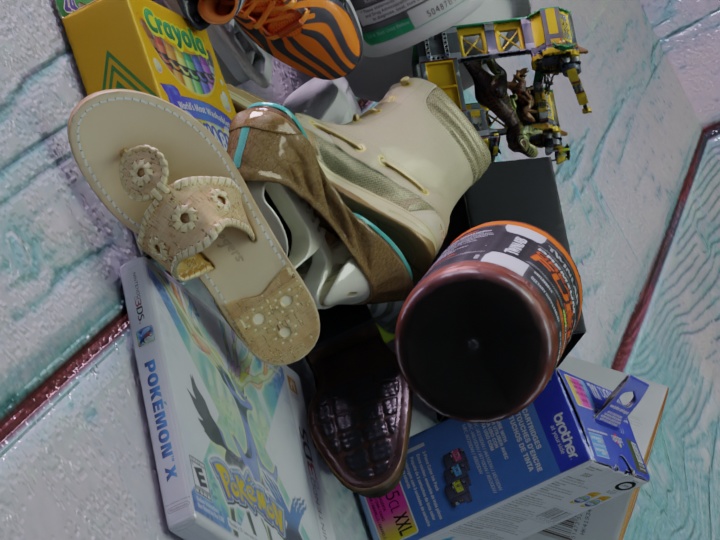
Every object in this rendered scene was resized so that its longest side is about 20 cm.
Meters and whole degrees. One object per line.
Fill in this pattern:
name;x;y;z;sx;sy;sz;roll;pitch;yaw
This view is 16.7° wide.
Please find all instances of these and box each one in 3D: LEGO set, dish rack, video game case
LEGO set;0.105;-0.108;1.906;0.200;0.154;0.116;113;-29;-64
dish rack;-0.121;-0.228;1.788;0.172;0.044;0.200;55;20;-27
video game case;-0.074;0.107;1.504;0.200;0.022;0.182;41;29;-53

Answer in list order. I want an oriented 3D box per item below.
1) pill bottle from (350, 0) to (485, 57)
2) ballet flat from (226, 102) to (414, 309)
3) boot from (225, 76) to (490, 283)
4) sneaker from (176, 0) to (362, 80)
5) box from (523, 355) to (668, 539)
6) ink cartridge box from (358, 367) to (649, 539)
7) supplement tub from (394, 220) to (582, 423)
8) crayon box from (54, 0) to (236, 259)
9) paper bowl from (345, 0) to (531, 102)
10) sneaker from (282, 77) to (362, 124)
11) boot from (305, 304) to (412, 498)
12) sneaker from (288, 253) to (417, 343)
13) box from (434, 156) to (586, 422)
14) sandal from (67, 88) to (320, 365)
pill bottle;0.005;-0.266;1.787;0.200;0.113;0.113;61;18;-17
ballet flat;-0.032;-0.022;1.588;0.200;0.068;0.072;55;47;-43
boot;-0.013;-0.092;1.713;0.200;0.073;0.155;31;41;2
sneaker;-0.076;-0.182;1.665;0.200;0.078;0.112;42;26;-25
box;0.173;0.160;1.940;0.200;0.097;0.124;-48;154;-71
ink cartridge box;0.112;0.135;1.712;0.136;0.200;0.076;25;43;-65
supplement tub;0.091;0.026;1.640;0.107;0.107;0.200;63;17;-7
crayon box;-0.125;-0.101;1.589;0.126;0.052;0.200;17;49;-67
paper bowl;0.036;-0.205;1.952;0.201;0.201;0.104;37;44;-57
sneaker;-0.014;-0.076;1.844;0.116;0.074;0.200;58;17;-12
boot;0.009;0.103;1.630;0.200;0.075;0.097;-104;173;-54
sneaker;0.000;0.000;1.766;0.200;0.081;0.074;25;43;-64
box;0.100;0.017;1.859;0.200;0.079;0.141;117;-37;-68
sandal;-0.088;-0.021;1.467;0.212;0.078;0.070;51;-3;-23
